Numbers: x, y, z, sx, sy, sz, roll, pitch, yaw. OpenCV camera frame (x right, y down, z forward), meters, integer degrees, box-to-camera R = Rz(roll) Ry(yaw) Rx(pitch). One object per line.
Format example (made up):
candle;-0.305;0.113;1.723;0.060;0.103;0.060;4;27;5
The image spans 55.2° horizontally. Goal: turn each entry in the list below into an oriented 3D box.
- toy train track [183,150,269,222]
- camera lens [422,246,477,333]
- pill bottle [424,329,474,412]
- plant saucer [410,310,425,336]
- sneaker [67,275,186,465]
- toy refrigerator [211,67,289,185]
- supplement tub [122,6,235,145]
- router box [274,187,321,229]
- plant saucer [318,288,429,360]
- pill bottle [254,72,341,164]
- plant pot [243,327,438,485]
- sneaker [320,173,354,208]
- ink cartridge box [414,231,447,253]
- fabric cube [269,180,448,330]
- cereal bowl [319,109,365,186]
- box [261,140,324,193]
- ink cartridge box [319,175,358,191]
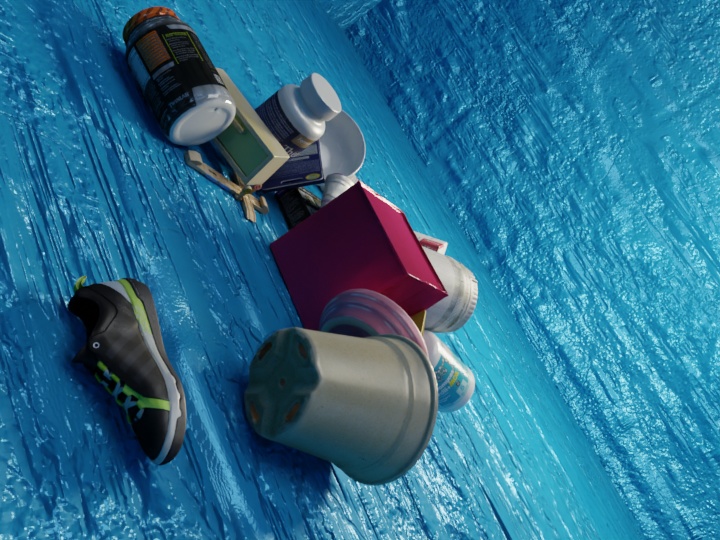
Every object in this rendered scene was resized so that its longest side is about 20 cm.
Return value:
toy train track;-0.217;-0.152;1.174;0.200;0.032;0.115;33;28;-51
camera lens;0.115;0.034;1.378;0.199;0.160;0.160;19;36;-35
pill bottle;0.135;0.193;1.376;0.200;0.111;0.111;44;20;-34
plant saucer;0.071;0.189;1.164;0.200;0.048;0.201;-63;158;-70
sneaker;-0.230;0.095;0.651;0.083;0.072;0.201;-1;54;-42
toy refrigerator;-0.219;-0.248;1.185;0.200;0.076;0.070;53;20;5
supplement tub;-0.294;-0.311;1.100;0.201;0.122;0.122;60;17;13
router box;-0.076;-0.082;1.402;0.200;0.051;0.150;29;30;-57
plant saucer;0.008;0.129;1.034;0.051;0.200;0.201;-29;85;-46
pill bottle;-0.135;-0.264;1.249;0.111;0.200;0.111;42;29;-31
plant pot;-0.035;0.156;0.866;0.183;0.200;0.201;24;34;-42
sneaker;-0.032;-0.100;1.372;0.200;0.074;0.100;55;44;-49
ink cartridge box;0.086;-0.053;1.566;0.199;0.086;0.148;21;11;11
fabric cube;0.000;0.000;1.205;0.200;0.199;0.197;26;33;-60
cereal bowl;-0.094;-0.278;1.571;0.199;0.083;0.201;9;66;-20
box;-0.135;-0.206;1.358;0.200;0.120;0.033;-100;180;-55
ink cartridge box;-0.042;-0.202;1.697;0.200;0.067;0.116;54;16;-8
